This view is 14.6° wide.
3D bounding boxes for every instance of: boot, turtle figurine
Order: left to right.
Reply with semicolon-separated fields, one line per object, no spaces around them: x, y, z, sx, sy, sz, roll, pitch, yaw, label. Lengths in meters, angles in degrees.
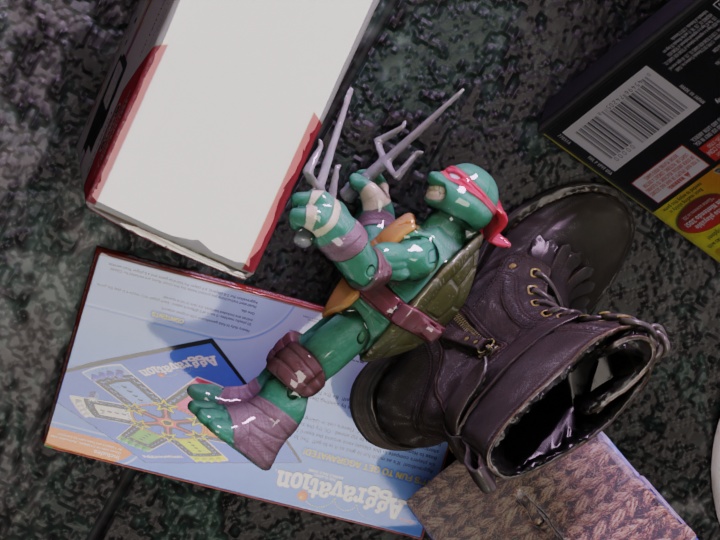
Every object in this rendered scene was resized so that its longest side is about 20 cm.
0.000;0.000;1.328;0.101;0.150;0.200;39;91;11;turtle figurine
0.096;0.033;1.337;0.200;0.174;0.069;-44;108;-18;boot

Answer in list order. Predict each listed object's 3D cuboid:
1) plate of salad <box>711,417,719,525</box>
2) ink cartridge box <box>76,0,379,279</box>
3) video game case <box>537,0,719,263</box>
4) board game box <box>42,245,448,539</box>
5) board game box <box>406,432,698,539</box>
0.282;0.106;1.450;0.200;0.048;0.200;5;108;15;plate of salad
-0.065;-0.091;1.286;0.083;0.200;0.146;23;96;-11;ink cartridge box
0.214;-0.070;1.359;0.181;0.200;0.026;35;49;-14;video game case
-0.050;0.063;1.410;0.200;0.019;0.103;15;96;-12;board game box
0.137;0.181;1.367;0.097;0.159;0.200;-39;122;-1;board game box
